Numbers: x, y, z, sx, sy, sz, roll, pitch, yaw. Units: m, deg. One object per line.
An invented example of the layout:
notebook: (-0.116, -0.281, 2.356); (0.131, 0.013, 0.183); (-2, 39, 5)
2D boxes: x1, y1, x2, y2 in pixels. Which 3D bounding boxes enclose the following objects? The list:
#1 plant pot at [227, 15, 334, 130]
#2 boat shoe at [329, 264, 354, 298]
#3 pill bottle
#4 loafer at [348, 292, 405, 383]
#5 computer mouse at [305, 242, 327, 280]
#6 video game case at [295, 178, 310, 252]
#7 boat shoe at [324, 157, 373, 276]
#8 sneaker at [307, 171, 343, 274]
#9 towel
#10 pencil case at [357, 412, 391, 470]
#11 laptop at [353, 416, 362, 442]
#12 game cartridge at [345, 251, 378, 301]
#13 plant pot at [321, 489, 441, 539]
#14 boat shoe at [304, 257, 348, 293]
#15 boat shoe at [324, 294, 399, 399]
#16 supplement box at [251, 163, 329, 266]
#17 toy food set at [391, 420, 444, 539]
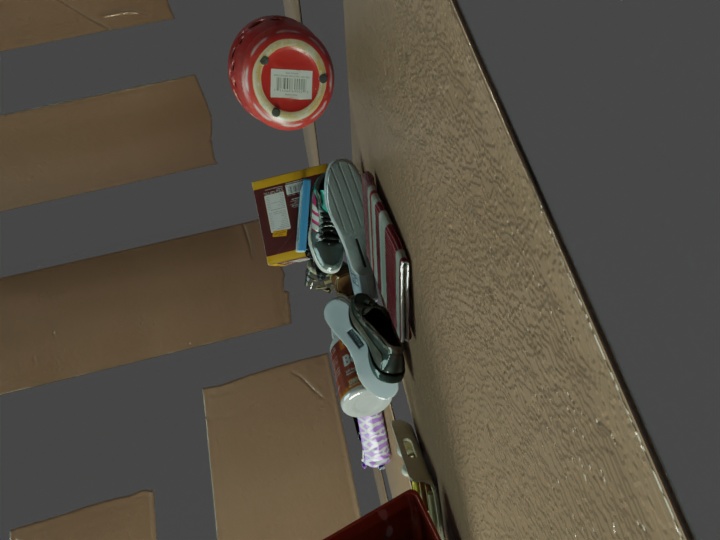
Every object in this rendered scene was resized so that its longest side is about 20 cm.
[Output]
plant pot: (-0.148, -0.375, 1.114); (0.183, 0.195, 0.206); (-130, 28, -63)
boat shoe: (-0.022, 0.048, 1.368); (0.201, 0.074, 0.075); (70, 180, -68)
pill bottle: (-0.006, 0.198, 1.254); (0.114, 0.109, 0.203); (84, 172, -48)
loafer: (0.031, 0.089, 0.930); (0.201, 0.070, 0.064); (-116, 33, -53)
computer mouse: (-0.061, -0.092, 1.287); (0.203, 0.051, 0.140); (-65, 36, 34)
video game case: (-0.126, -0.113, 1.273); (0.200, 0.017, 0.148); (-171, 85, -82)
boat shoe: (-0.019, -0.088, 0.983); (0.062, 0.070, 0.205); (-124, 20, -70)
sneaker: (-0.055, -0.106, 1.142); (0.121, 0.081, 0.206); (130, 136, -65)
towel: (0.036, -0.022, 0.802); (0.202, 0.022, 0.147); (-110, 11, -48)
pencil case: (0.026, 0.418, 1.554); (0.084, 0.083, 0.206); (-154, 53, -81)
laptop: (0.029, 0.610, 2.373); (0.178, 0.100, 0.205); (-119, 43, -71)
game cartridge: (0.000, 0.000, 1.172); (0.200, 0.040, 0.137); (-150, 44, -83)
plant pot: (0.044, 0.455, 0.772); (0.201, 0.196, 0.178); (58, 171, 42)
boat shoe: (-0.080, 0.011, 1.427); (0.074, 0.074, 0.199); (36, -165, 24)
boat shoe: (0.008, 0.132, 1.059); (0.204, 0.074, 0.086); (54, -164, -2)
supplement box: (-0.141, -0.131, 1.446); (0.133, 0.192, 0.206); (0, -102, -84)
toy food set: (0.083, 0.363, 0.927); (0.144, 0.059, 0.205); (-114, 13, -69)
